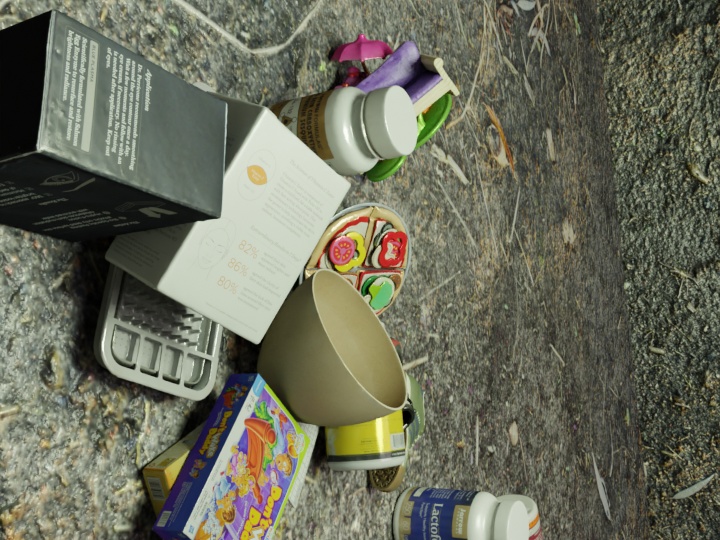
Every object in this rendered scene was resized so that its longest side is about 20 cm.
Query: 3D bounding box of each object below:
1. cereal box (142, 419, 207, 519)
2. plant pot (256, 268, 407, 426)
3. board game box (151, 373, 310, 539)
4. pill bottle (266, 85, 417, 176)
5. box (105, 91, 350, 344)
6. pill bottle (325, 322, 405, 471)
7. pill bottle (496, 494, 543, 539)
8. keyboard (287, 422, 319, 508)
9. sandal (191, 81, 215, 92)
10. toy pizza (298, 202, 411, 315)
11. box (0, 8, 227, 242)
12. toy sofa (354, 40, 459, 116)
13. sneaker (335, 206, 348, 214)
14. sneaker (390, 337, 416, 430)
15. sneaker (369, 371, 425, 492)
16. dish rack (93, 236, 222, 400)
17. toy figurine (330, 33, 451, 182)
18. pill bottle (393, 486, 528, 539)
[{"bbox_3d":[-0.160,0.248,0.966,0.200,0.039,0.144,-35,115,-55],"label":"cereal box"},{"bbox_3d":[-0.051,0.117,1.033,0.200,0.134,0.200,50,18,-22],"label":"plant pot"},{"bbox_3d":[-0.137,0.237,0.923,0.135,0.045,0.200,59,39,-36],"label":"board game box"},{"bbox_3d":[-0.032,-0.182,1.087,0.114,0.199,0.115,15,73,-57],"label":"pill bottle"},{"bbox_3d":[-0.132,-0.053,0.839,0.152,0.106,0.200,38,80,-47],"label":"box"},{"bbox_3d":[0.002,0.178,1.160,0.112,0.112,0.201,12,70,-58],"label":"pill bottle"},{"bbox_3d":[0.314,0.566,1.643,0.114,0.114,0.201,-32,112,-56],"label":"pill bottle"},{"bbox_3d":[-0.077,0.222,1.094,0.200,0.011,0.056,-73,149,-55],"label":"keyboard"},{"bbox_3d":[-0.199,-0.127,0.932,0.079,0.059,0.207,39,44,-43],"label":"sandal"},{"bbox_3d":[0.000,0.000,1.184,0.200,0.032,0.201,-18,122,-31],"label":"toy pizza"},{"bbox_3d":[-0.254,-0.109,0.709,0.200,0.196,0.118,21,67,-57],"label":"box"},{"bbox_3d":[0.036,-0.244,1.210,0.098,0.200,0.083,51,2,-23],"label":"toy sofa"},{"bbox_3d":[0.023,-0.026,1.262,0.200,0.085,0.077,50,38,-45],"label":"sneaker"},{"bbox_3d":[0.046,0.192,1.265,0.071,0.098,0.201,50,44,-41],"label":"sneaker"},{"bbox_3d":[0.071,0.264,1.322,0.090,0.067,0.201,37,52,-45],"label":"sneaker"},{"bbox_3d":[-0.218,0.032,0.899,0.172,0.043,0.201,33,58,-52],"label":"dish rack"},{"bbox_3d":[0.019,-0.275,1.296,0.184,0.150,0.200,43,74,-31],"label":"toy figurine"},{"bbox_3d":[0.163,0.415,1.328,0.116,0.199,0.116,15,73,-58],"label":"pill bottle"}]
